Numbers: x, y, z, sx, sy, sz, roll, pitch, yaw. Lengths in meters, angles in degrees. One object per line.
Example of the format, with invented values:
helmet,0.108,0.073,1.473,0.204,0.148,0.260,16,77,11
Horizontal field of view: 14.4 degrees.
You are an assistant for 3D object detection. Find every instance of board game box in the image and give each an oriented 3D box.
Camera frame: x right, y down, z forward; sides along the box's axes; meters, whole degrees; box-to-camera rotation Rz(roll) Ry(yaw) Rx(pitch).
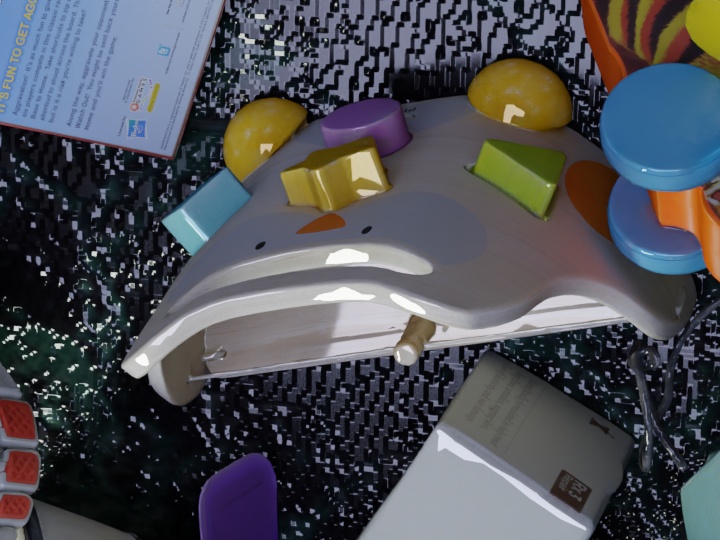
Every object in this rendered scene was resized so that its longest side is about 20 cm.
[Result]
board game box,-0.087,-0.143,1.041,0.103,0.019,0.200,11,110,-25

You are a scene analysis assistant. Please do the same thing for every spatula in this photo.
spatula,-0.060,0.164,1.131,0.021,0.057,0.200,23,117,22

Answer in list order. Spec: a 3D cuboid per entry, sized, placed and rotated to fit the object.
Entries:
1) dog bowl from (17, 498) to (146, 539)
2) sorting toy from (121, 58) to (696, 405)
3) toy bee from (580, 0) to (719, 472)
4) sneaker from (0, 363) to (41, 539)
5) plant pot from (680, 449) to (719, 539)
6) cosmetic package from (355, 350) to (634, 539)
dog bowl,-0.111,0.186,1.077,0.074,0.200,0.200,8,108,-17
sorting toy,0.000,0.000,0.997,0.200,0.180,0.107,-8,102,17
toy bee,0.136,-0.029,0.973,0.109,0.131,0.200,-7,76,3
sneaker,-0.174,0.061,1.077,0.077,0.200,0.082,18,127,-26
plant pot,0.206,0.090,0.962,0.161,0.201,0.201,47,111,7
cosmetic package,0.016,0.136,1.071,0.074,0.102,0.200,32,109,4
